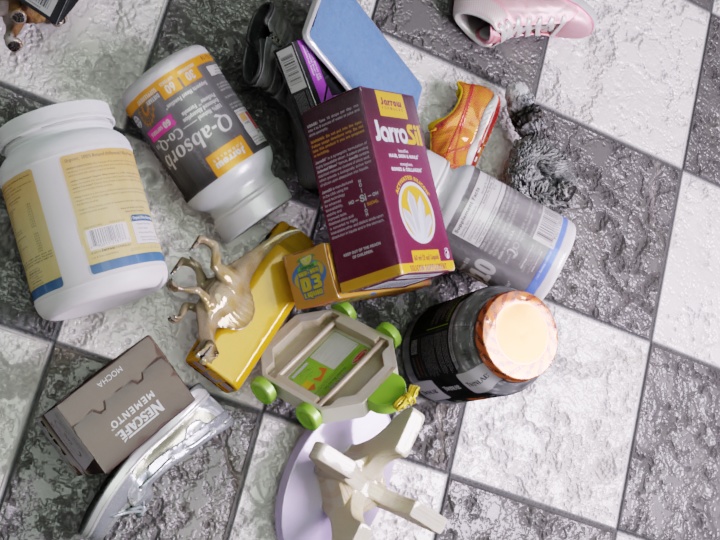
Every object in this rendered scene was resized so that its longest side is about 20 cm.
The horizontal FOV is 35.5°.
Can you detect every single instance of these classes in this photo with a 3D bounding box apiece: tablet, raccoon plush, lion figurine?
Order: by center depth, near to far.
[{"bbox_3d":[-0.411,-0.293,1.216,0.196,0.073,0.124,5,44,-14],"label":"lion figurine"},{"bbox_3d":[0.006,-0.243,1.321,0.200,0.013,0.132,47,41,-33],"label":"tablet"},{"bbox_3d":[0.183,-0.122,1.428,0.132,0.097,0.202,-20,73,-15],"label":"raccoon plush"}]

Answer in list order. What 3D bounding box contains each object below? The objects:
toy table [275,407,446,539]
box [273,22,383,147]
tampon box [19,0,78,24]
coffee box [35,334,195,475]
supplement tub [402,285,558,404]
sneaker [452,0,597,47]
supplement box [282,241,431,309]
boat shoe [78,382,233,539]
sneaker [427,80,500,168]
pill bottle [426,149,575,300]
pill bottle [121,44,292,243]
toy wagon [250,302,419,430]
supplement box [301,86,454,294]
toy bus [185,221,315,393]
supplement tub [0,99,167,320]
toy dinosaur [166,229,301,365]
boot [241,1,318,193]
[{"bbox_3d":[-0.003,0.239,1.244,0.182,0.117,0.203,23,77,-27],"label":"toy table"},{"bbox_3d":[-0.012,-0.209,1.323,0.199,0.036,0.145,-31,102,-56],"label":"box"},{"bbox_3d":[-0.328,-0.390,1.195,0.149,0.127,0.201,32,36,-13],"label":"tampon box"},{"bbox_3d":[-0.250,0.141,1.130,0.113,0.200,0.080,-38,94,-23],"label":"coffee box"},{"bbox_3d":[0.137,0.087,1.296,0.120,0.200,0.125,4,79,-20],"label":"supplement tub"},{"bbox_3d":[0.209,-0.325,1.470,0.197,0.075,0.106,22,68,-9],"label":"sneaker"},{"bbox_3d":[0.000,0.000,1.280,0.199,0.066,0.070,-4,79,-55],"label":"supplement box"},{"bbox_3d":[-0.219,0.212,1.200,0.065,0.074,0.202,43,61,-4],"label":"boat shoe"},{"bbox_3d":[0.111,-0.142,1.411,0.076,0.073,0.203,20,72,11],"label":"sneaker"},{"bbox_3d":[0.139,-0.051,1.305,0.198,0.114,0.115,28,71,-1],"label":"pill bottle"},{"bbox_3d":[-0.169,-0.140,1.262,0.116,0.116,0.201,-36,94,-23],"label":"pill bottle"},{"bbox_3d":[-0.020,0.114,1.245,0.198,0.040,0.155,25,52,32],"label":"toy wagon"},{"bbox_3d":[0.020,-0.085,1.210,0.110,0.085,0.204,-4,79,-54],"label":"supplement box"},{"bbox_3d":[-0.116,0.037,1.269,0.065,0.078,0.201,37,69,-11],"label":"toy bus"},{"bbox_3d":[-0.295,-0.062,1.180,0.143,0.144,0.203,-16,86,-23],"label":"supplement tub"},{"bbox_3d":[-0.149,0.013,1.208,0.101,0.058,0.202,37,57,-13],"label":"toy dinosaur"},{"bbox_3d":[-0.087,-0.198,1.307,0.131,0.069,0.204,20,59,-47],"label":"boot"}]
